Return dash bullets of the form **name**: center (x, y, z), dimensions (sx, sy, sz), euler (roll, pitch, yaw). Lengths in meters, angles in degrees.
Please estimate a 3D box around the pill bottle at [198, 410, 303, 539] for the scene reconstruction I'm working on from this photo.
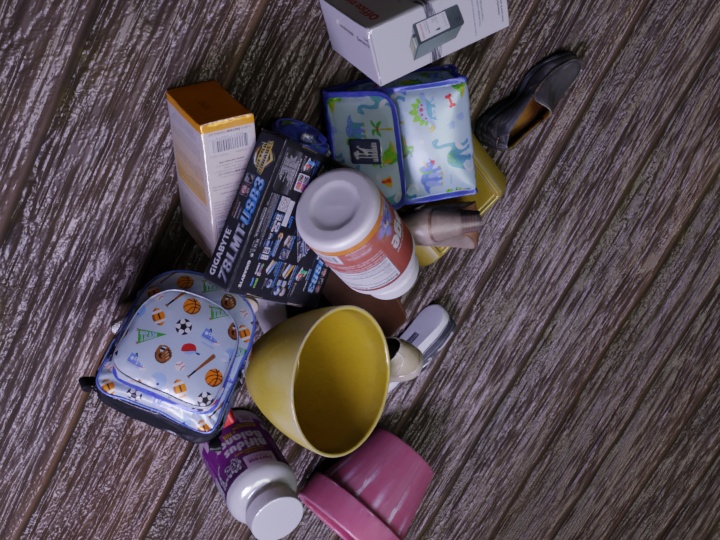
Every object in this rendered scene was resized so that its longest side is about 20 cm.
- **pill bottle**: center (-0.164, 0.312, 1.473), dimensions (0.112, 0.200, 0.113), euler (-16, 126, -23)

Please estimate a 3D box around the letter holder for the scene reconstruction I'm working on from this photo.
- **letter holder**: center (0.000, 0.000, 1.448), dimensions (0.142, 0.101, 0.200), euler (-42, 132, -4)

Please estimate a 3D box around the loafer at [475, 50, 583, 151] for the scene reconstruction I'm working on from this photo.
- **loafer**: center (0.271, -0.252, 1.475), dimensions (0.200, 0.072, 0.073), euler (-44, 131, -1)

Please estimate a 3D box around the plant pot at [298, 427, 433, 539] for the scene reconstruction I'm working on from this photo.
- **plant pot**: center (0.023, 0.377, 1.653), dimensions (0.179, 0.199, 0.200), euler (-50, 133, -16)

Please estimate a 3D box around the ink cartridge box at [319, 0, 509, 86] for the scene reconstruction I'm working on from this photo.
- **ink cartridge box**: center (0.067, -0.335, 1.248), dimensions (0.199, 0.146, 0.084), euler (-27, 131, -14)

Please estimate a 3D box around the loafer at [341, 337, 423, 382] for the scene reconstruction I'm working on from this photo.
- **loafer**: center (-0.009, 0.131, 1.426), dimensions (0.198, 0.076, 0.068), euler (-12, 138, 14)

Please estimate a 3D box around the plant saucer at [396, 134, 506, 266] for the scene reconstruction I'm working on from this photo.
- **plant saucer**: center (0.126, -0.117, 1.487), dimensions (0.200, 0.048, 0.200), euler (-45, 131, 1)

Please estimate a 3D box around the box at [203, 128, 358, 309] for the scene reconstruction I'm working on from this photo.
- **box**: center (-0.090, -0.058, 1.238), dimensions (0.198, 0.049, 0.201), euler (13, 99, -60)

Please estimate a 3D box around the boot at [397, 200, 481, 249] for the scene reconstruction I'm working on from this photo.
- **boot**: center (0.101, -0.064, 1.415), dimensions (0.145, 0.200, 0.071), euler (-5, 85, 5)

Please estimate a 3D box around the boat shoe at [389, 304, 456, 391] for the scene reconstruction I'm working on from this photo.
- **boat shoe**: center (0.082, 0.148, 1.616), dimensions (0.200, 0.072, 0.068), euler (-49, 131, -6)

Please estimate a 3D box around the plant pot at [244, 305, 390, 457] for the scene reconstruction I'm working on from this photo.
- **plant pot**: center (-0.075, 0.142, 1.325), dimensions (0.199, 0.141, 0.202), euler (-7, 100, -50)

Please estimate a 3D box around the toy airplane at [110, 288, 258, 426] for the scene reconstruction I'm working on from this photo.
- **toy airplane**: center (-0.254, 0.110, 1.351), dimensions (0.198, 0.141, 0.201), euler (13, 99, -1)

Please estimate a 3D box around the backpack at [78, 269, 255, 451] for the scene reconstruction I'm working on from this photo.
- **backpack**: center (-0.224, 0.097, 1.213), dimensions (0.199, 0.154, 0.192), euler (25, 62, -9)

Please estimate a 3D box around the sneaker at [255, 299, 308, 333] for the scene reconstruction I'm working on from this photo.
- **sneaker**: center (-0.127, 0.054, 1.435), dimensions (0.073, 0.084, 0.201), euler (-48, 159, -36)

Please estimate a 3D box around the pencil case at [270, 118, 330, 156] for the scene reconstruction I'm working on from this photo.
- **pencil case**: center (-0.099, -0.107, 1.328), dimensions (0.086, 0.078, 0.201), euler (19, 115, 7)

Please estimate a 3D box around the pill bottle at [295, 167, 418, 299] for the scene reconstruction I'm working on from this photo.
- **pill bottle**: center (0.005, -0.039, 1.246), dimensions (0.112, 0.112, 0.200), euler (-44, 148, 0)

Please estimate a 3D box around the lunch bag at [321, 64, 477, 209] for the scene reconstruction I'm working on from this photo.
- **lunch bag**: center (0.053, -0.182, 1.341), dimensions (0.198, 0.128, 0.171), euler (-8, 111, -2)

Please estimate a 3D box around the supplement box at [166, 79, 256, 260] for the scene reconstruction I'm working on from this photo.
- **supplement box**: center (-0.183, -0.123, 1.237), dimensions (0.073, 0.126, 0.201), euler (-17, 127, -24)
